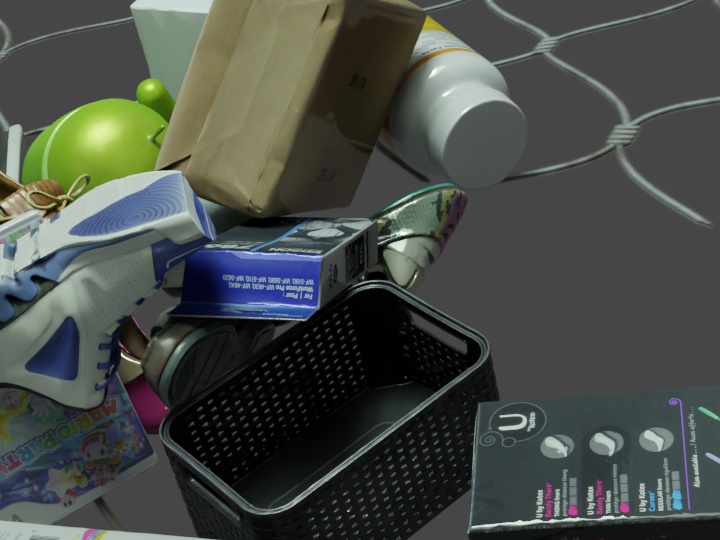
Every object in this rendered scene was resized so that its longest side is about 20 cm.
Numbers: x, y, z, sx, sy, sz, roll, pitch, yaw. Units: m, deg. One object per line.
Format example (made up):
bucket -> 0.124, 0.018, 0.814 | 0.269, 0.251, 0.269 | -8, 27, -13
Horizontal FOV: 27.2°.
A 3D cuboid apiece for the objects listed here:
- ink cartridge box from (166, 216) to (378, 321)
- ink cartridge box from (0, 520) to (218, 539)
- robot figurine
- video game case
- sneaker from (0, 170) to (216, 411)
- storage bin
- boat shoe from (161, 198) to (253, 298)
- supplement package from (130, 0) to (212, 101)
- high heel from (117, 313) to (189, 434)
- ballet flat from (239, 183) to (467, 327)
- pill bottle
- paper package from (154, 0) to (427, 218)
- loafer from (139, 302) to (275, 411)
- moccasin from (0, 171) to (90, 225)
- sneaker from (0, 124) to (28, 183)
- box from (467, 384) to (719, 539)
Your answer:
ink cartridge box -> -0.056, -0.005, 1.037 | 0.099, 0.039, 0.200 | 2, 13, 13
ink cartridge box -> -0.165, 0.232, 0.878 | 0.199, 0.085, 0.145 | 0, 39, 21
robot figurine -> -0.216, -0.080, 1.244 | 0.176, 0.116, 0.200 | -55, 17, -17
video game case -> -0.241, 0.079, 1.016 | 0.143, 0.201, 0.018 | -29, 17, -20
sneaker -> -0.176, 0.022, 0.976 | 0.199, 0.115, 0.081 | -25, 31, 8
storage bin -> -0.014, 0.111, 0.982 | 0.200, 0.094, 0.135 | -35, 41, -25
boat shoe -> -0.138, -0.013, 1.185 | 0.071, 0.070, 0.199 | 39, 27, 31
supplement package -> -0.087, -0.229, 1.406 | 0.150, 0.152, 0.200 | 8, 42, 27
high heel -> -0.194, 0.049, 1.120 | 0.067, 0.096, 0.200 | -35, 41, -26
ballet flat -> 0.000, 0.000, 1.157 | 0.199, 0.069, 0.071 | -21, 54, -3
pill bottle -> 0.060, -0.149, 1.285 | 0.111, 0.111, 0.200 | -24, 37, -14
paper package -> -0.051, -0.143, 1.155 | 0.103, 0.191, 0.200 | 26, 14, 14
loafer -> -0.119, 0.053, 1.042 | 0.063, 0.072, 0.200 | 29, 7, 11
moccasin -> -0.237, -0.038, 1.086 | 0.201, 0.078, 0.073 | 26, 19, 32
sneaker -> -0.350, -0.064, 1.344 | 0.099, 0.071, 0.201 | -8, 40, 0
box -> 0.169, 0.145, 0.848 | 0.199, 0.123, 0.106 | -5, 37, 12
